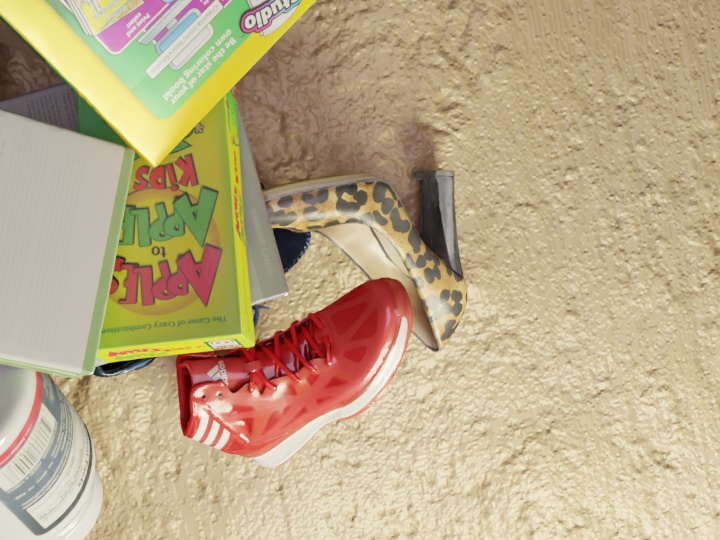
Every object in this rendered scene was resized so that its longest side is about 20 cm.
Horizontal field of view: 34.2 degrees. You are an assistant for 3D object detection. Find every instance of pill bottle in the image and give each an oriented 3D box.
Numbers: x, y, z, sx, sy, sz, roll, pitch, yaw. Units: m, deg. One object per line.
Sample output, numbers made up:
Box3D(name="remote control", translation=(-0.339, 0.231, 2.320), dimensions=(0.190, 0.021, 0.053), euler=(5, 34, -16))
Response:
Box3D(name="pill bottle", translation=(-0.250, 0.124, 0.798), dimensions=(0.119, 0.200, 0.120), euler=(-3, 58, 5))

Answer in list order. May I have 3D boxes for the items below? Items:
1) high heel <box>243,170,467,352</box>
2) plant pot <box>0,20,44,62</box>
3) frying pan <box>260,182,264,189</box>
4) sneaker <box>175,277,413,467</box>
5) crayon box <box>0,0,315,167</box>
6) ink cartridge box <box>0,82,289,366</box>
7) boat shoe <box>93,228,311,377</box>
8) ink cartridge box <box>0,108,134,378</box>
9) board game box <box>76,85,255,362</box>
Box3D(name="high heel", translation=(0.000, 0.000, 0.872), dimensions=(0.200, 0.071, 0.143), euler=(-6, 95, -36))
Box3D(name="plant pot", translation=(-0.169, -0.236, 0.754), dimensions=(0.200, 0.200, 0.178), euler=(-18, 118, -31))
Box3D(name="frying pan", translation=(-0.173, -0.022, 0.884), dimensions=(0.189, 0.031, 0.115), euler=(7, 98, -9))
Box3D(name="sneaker", translation=(-0.058, 0.072, 0.842), dimensions=(0.115, 0.078, 0.200), euler=(17, 125, -40))
Box3D(name="crayon box", translation=(-0.108, -0.187, 0.668), dimensions=(0.200, 0.058, 0.173), euler=(-46, 142, -4))
Box3D(name="ink cartridge box", translation=(-0.155, -0.046, 0.825), dimensions=(0.173, 0.044, 0.201), euler=(-16, 76, -1))
Box3D(name="boat shoe", translation=(-0.116, 0.024, 0.871), dimensions=(0.200, 0.069, 0.084), euler=(-39, 115, -8))
Box3D(name="ink cartridge box", translation=(-0.240, -0.027, 0.677), dimensions=(0.200, 0.048, 0.146), euler=(16, 76, -30))
Box3D(name="board game box", translation=(-0.131, -0.046, 0.777), dimensions=(0.101, 0.048, 0.201), euler=(-6, 77, 3))
